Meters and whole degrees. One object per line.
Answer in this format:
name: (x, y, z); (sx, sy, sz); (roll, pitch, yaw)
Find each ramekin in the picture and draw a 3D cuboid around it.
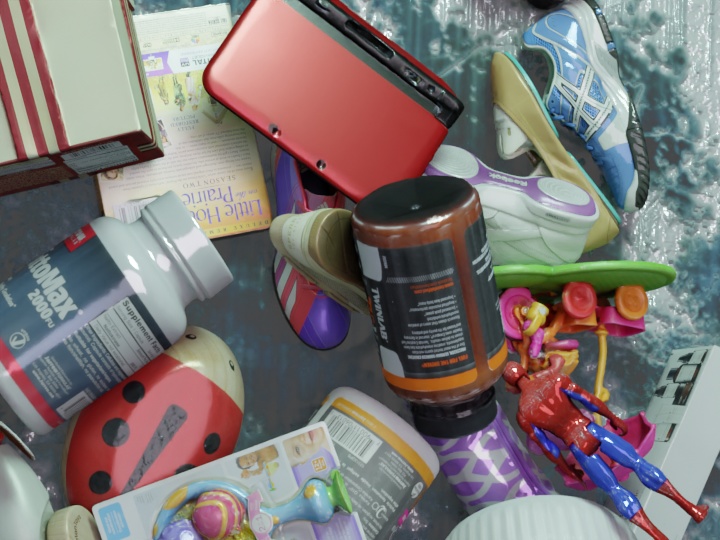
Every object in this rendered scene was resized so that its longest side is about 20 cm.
ramekin: (0.152, 0.274, 1.435); (0.199, 0.201, 0.106); (9, 50, -16)

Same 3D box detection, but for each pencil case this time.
pencil case: (0.102, 0.142, 1.489); (0.201, 0.085, 0.084); (59, 39, -6)

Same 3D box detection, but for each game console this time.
game console: (-0.024, -0.158, 1.464); (0.200, 0.172, 0.119); (36, 99, -10)

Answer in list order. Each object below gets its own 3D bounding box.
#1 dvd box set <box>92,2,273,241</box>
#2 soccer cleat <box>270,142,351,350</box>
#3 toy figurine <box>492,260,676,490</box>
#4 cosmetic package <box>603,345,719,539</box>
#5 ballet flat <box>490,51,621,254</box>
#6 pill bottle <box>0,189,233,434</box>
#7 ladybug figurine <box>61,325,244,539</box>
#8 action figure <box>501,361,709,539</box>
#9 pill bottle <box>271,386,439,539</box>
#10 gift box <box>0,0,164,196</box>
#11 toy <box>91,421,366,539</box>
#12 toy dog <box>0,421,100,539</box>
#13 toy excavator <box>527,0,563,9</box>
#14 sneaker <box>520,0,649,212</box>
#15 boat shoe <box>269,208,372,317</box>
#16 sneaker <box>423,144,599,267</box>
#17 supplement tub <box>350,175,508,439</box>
dvd box set: (-0.163, -0.120, 1.465); (0.145, 0.029, 0.201); (-12, 87, -17)
soccer cleat: (-0.039, -0.032, 1.471); (0.068, 0.073, 0.202); (-4, 85, -17)
toy figurine: (0.183, 0.095, 1.469); (0.199, 0.150, 0.185); (4, 77, -29)
cosmetic package: (0.277, 0.167, 1.541); (0.050, 0.083, 0.201); (29, 76, -11)
ballet flat: (0.160, -0.101, 1.545); (0.063, 0.069, 0.201); (-34, 93, -3)
pill bottle: (-0.208, 0.028, 1.371); (0.199, 0.120, 0.120); (-35, 95, -7)
ladybug figurine: (-0.168, 0.137, 1.415); (0.135, 0.072, 0.201); (31, 77, -12)
action figure: (0.191, 0.146, 1.401); (0.200, 0.052, 0.065); (43, 99, 6)
pill bottle: (-0.034, 0.206, 1.426); (0.116, 0.116, 0.200); (41, 75, -9)
gift box: (-0.250, -0.173, 1.340); (0.183, 0.200, 0.188); (-13, 85, -6)
toy: (-0.102, 0.205, 1.341); (0.199, 0.047, 0.116); (-20, 84, -2)
toy dog: (-0.291, 0.173, 1.336); (0.132, 0.096, 0.200); (-40, 97, 20)
toy excavator: (0.199, -0.346, 1.572); (0.193, 0.100, 0.201); (15, 72, -16)
sneaker: (0.209, -0.145, 1.567); (0.077, 0.076, 0.201); (-20, 87, 0)
boat shoe: (0.000, 0.000, 1.433); (0.200, 0.065, 0.073); (32, 71, -49)
sneaker: (0.105, -0.047, 1.514); (0.199, 0.100, 0.075); (19, 34, 5)
supplement tub: (0.060, 0.033, 1.375); (0.106, 0.107, 0.201); (-20, 114, -18)
